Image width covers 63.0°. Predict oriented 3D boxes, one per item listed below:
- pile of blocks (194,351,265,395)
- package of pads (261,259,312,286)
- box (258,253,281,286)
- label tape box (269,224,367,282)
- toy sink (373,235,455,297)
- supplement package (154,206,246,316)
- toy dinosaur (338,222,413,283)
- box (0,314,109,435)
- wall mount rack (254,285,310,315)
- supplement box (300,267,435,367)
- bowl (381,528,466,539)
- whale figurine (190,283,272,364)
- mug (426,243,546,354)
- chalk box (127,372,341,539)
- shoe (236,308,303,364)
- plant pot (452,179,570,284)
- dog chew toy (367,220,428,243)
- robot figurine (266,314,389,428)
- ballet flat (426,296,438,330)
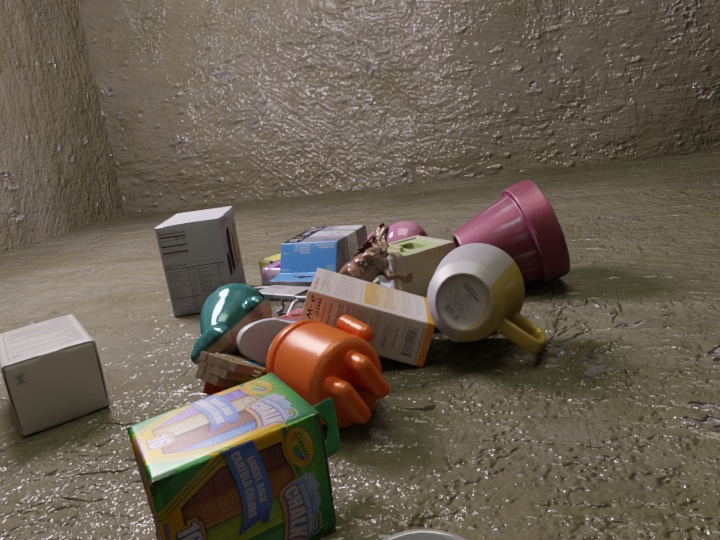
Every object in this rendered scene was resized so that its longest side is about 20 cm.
[{"bbox_3d":[-0.179,0.157,0.831,0.080,0.063,0.200,17,-8,0],"label":"pile of blocks"},{"bbox_3d":[-0.113,0.014,1.321,0.196,0.077,0.120,1,16,32],"label":"package of pads"},{"bbox_3d":[-0.158,-0.014,1.459,0.049,0.077,0.198,9,21,42],"label":"box"},{"bbox_3d":[-0.087,-0.040,1.237,0.141,0.065,0.200,-1,18,27],"label":"label tape box"},{"bbox_3d":[0.080,0.003,1.182,0.197,0.115,0.130,-17,16,-28],"label":"toy sink"},{"bbox_3d":[-0.362,-0.028,1.366,0.144,0.205,0.192,-8,15,-1],"label":"supplement package"},{"bbox_3d":[0.000,0.000,1.055,0.198,0.087,0.135,-31,21,-23],"label":"toy dinosaur"},{"bbox_3d":[-0.490,0.156,0.928,0.126,0.111,0.199,-17,17,-31],"label":"box"},{"bbox_3d":[-0.159,0.079,1.123,0.196,0.076,0.173,1,14,33],"label":"wall mount rack"},{"bbox_3d":[0.010,0.071,0.919,0.196,0.075,0.126,16,16,-1],"label":"supplement box"},{"bbox_3d":[0.043,0.236,0.376,0.196,0.092,0.201,-8,14,2],"label":"bowl"},{"bbox_3d":[-0.228,0.085,0.978,0.158,0.104,0.200,-38,2,14],"label":"whale figurine"},{"bbox_3d":[0.182,0.039,0.870,0.182,0.153,0.153,3,5,19],"label":"mug"},{"bbox_3d":[-0.101,0.189,0.564,0.197,0.127,0.123,-17,17,-26],"label":"chalk box"},{"bbox_3d":[-0.122,0.106,0.971,0.197,0.073,0.090,-2,6,-34],"label":"shoe"},{"bbox_3d":[0.285,-0.051,1.156,0.176,0.203,0.200,-22,14,4],"label":"plant pot"},{"bbox_3d":[0.062,-0.043,1.371,0.197,0.127,0.124,-9,12,31],"label":"dog chew toy"},{"bbox_3d":[-0.051,0.132,0.767,0.115,0.147,0.198,8,3,-37],"label":"robot figurine"},{"bbox_3d":[0.166,0.046,1.072,0.070,0.073,0.199,0,16,27],"label":"ballet flat"}]
